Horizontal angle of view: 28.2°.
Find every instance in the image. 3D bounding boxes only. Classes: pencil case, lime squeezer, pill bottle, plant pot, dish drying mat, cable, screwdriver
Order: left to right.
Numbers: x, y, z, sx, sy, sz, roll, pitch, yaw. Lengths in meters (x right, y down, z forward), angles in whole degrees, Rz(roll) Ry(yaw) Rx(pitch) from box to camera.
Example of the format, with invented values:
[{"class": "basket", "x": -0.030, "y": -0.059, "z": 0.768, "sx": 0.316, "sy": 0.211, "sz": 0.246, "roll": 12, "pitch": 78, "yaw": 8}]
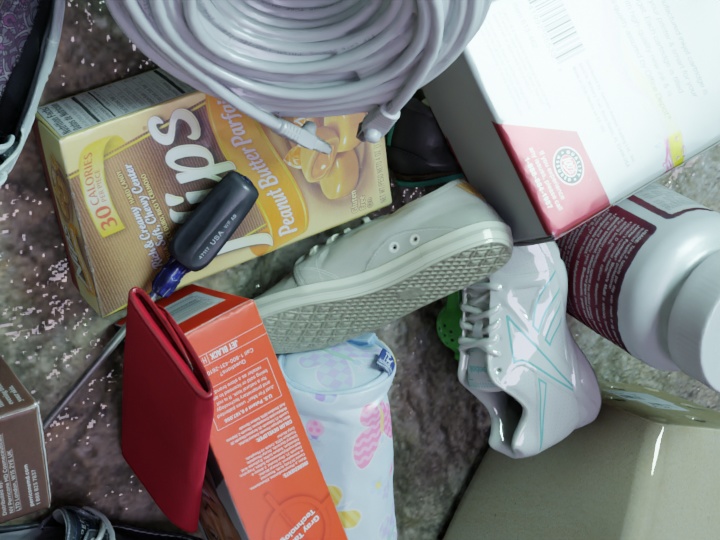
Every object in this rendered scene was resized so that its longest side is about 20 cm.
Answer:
[{"class": "screwdriver", "x": -0.125, "y": 0.025, "z": 0.816, "sx": 0.200, "sy": 0.028, "sz": 0.029, "roll": -51, "pitch": 161, "yaw": 10}, {"class": "dish drying mat", "x": -0.111, "y": 0.086, "z": 0.823, "sx": 0.018, "sy": 0.077, "sz": 0.201, "roll": -28, "pitch": 158, "yaw": -25}, {"class": "cable", "x": -0.030, "y": -0.156, "z": 0.712, "sx": 0.199, "sy": 0.070, "sz": 0.200, "roll": 24, "pitch": 142, "yaw": -29}, {"class": "pencil case", "x": -0.015, "y": 0.140, "z": 0.968, "sx": 0.082, "sy": 0.091, "sz": 0.202, "roll": 4, "pitch": 116, "yaw": 11}, {"class": "lime squeezer", "x": 0.089, "y": 0.039, "z": 1.026, "sx": 0.200, "sy": 0.037, "sz": 0.071, "roll": 50, "pitch": 50, "yaw": -37}, {"class": "plant pot", "x": 0.199, "y": 0.183, "z": 1.067, "sx": 0.198, "sy": 0.199, "sz": 0.179, "roll": 8, "pitch": 98, "yaw": -36}, {"class": "pill bottle", "x": 0.194, "y": 0.000, "z": 0.962, "sx": 0.109, "sy": 0.200, "sz": 0.111, "roll": -14, "pitch": 119, "yaw": -27}]

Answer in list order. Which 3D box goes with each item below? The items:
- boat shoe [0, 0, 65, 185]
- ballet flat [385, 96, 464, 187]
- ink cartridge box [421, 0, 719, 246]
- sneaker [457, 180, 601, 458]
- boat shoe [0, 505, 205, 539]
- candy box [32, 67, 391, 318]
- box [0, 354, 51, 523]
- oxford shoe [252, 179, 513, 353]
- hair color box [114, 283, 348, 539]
[{"class": "boat shoe", "x": -0.208, "y": -0.076, "z": 0.743, "sx": 0.070, "sy": 0.071, "sz": 0.202, "roll": 16, "pitch": 103, "yaw": -37}, {"class": "ballet flat", "x": 0.107, "y": -0.100, "z": 0.947, "sx": 0.199, "sy": 0.068, "sz": 0.069, "roll": -10, "pitch": 104, "yaw": -29}, {"class": "ink cartridge box", "x": 0.150, "y": -0.125, "z": 0.888, "sx": 0.199, "sy": 0.083, "sz": 0.147, "roll": -29, "pitch": 96, "yaw": -18}, {"class": "sneaker", "x": 0.099, "y": 0.037, "z": 0.957, "sx": 0.080, "sy": 0.070, "sz": 0.202, "roll": -33, "pitch": 112, "yaw": -28}, {"class": "boat shoe", "x": -0.178, "y": 0.180, "z": 0.892, "sx": 0.198, "sy": 0.072, "sz": 0.068, "roll": -2, "pitch": 114, "yaw": -25}, {"class": "candy box", "x": -0.082, "y": -0.065, "z": 0.842, "sx": 0.199, "sy": 0.055, "sz": 0.116, "roll": -23, "pitch": 124, "yaw": -23}, {"class": "box", "x": -0.277, "y": 0.107, "z": 0.767, "sx": 0.199, "sy": 0.100, "sz": 0.076, "roll": -14, "pitch": 119, "yaw": -27}, {"class": "oxford shoe", "x": 0.000, "y": 0.000, "z": 0.898, "sx": 0.199, "sy": 0.058, "sz": 0.075, "roll": -24, "pitch": 154, "yaw": 17}, {"class": "hair color box", "x": -0.073, "y": 0.114, "z": 0.871, "sx": 0.061, "sy": 0.101, "sz": 0.201, "roll": -28, "pitch": 106, "yaw": -23}]
